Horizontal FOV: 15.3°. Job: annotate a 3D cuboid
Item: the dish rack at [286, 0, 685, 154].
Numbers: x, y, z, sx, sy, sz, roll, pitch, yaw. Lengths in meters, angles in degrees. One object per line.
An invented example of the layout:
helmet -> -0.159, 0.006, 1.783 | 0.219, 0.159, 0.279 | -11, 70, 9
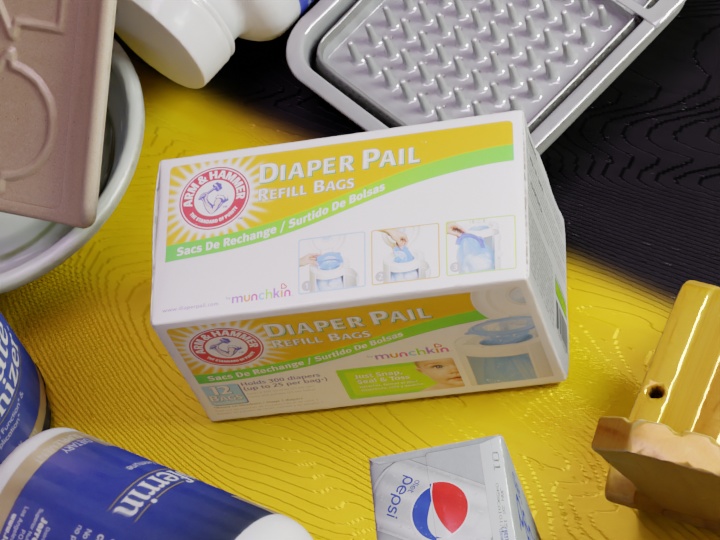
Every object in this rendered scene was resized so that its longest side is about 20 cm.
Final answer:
dish rack -> 0.076, -0.137, 1.494 | 0.200, 0.044, 0.171 | -45, 59, -12

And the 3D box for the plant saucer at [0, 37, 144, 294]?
plant saucer -> -0.213, -0.061, 1.526 | 0.199, 0.050, 0.201 | -7, 59, 11

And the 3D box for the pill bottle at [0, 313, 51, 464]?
pill bottle -> -0.242, 0.038, 1.384 | 0.111, 0.200, 0.112 | -7, 58, 11

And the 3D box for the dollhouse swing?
dollhouse swing -> 0.224, 0.058, 1.257 | 0.199, 0.176, 0.182 | 14, 65, 24

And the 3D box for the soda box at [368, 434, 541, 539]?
soda box -> 0.056, 0.153, 1.232 | 0.063, 0.200, 0.069 | -11, 58, 7

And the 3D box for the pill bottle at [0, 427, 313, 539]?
pill bottle -> -0.089, 0.162, 1.319 | 0.199, 0.116, 0.116 | 20, 67, 24

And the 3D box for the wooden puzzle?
wooden puzzle -> -0.213, -0.131, 1.469 | 0.199, 0.046, 0.186 | 12, 102, 25

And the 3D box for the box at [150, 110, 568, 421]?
box -> 0.000, 0.000, 1.393 | 0.199, 0.113, 0.102 | -7, 58, 13

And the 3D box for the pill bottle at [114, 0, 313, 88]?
pill bottle -> -0.057, -0.203, 1.529 | 0.112, 0.112, 0.200 | 30, 72, 29
